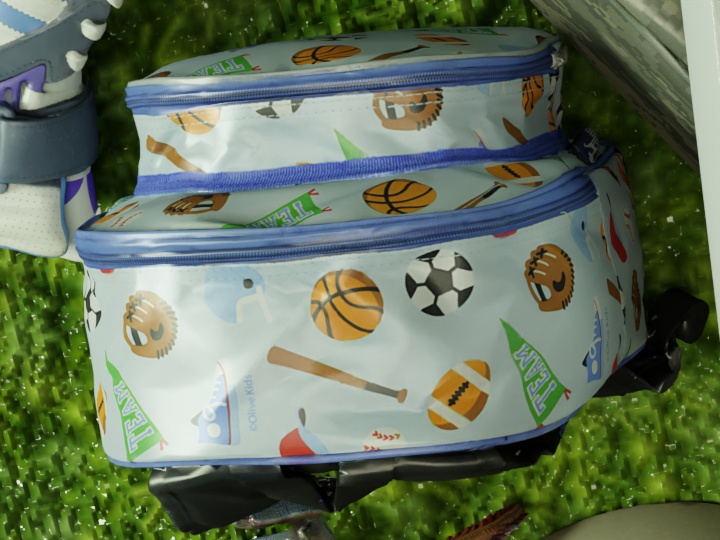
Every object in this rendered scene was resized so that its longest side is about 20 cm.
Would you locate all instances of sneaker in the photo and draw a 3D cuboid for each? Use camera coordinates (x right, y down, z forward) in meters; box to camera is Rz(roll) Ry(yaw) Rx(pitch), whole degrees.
[{"bbox_3d":[-0.099,-0.080,0.798,0.199,0.081,0.147,-22,110,10],"label":"sneaker"}]

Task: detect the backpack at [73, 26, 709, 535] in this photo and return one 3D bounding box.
[{"bbox_3d":[0.000,0.000,0.740,0.199,0.191,0.155,-11,103,12],"label":"backpack"}]

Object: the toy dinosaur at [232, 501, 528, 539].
[{"bbox_3d":[-0.053,0.167,0.853,0.199,0.105,0.182,8,127,-6],"label":"toy dinosaur"}]

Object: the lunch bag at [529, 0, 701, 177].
[{"bbox_3d":[0.157,-0.104,0.722,0.200,0.139,0.168,44,90,-6],"label":"lunch bag"}]

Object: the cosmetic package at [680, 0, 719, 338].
[{"bbox_3d":[0.164,-0.065,0.630,0.150,0.052,0.201,-8,98,-3],"label":"cosmetic package"}]

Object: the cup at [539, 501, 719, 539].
[{"bbox_3d":[0.111,0.200,0.804,0.199,0.143,0.202,2,106,8],"label":"cup"}]
